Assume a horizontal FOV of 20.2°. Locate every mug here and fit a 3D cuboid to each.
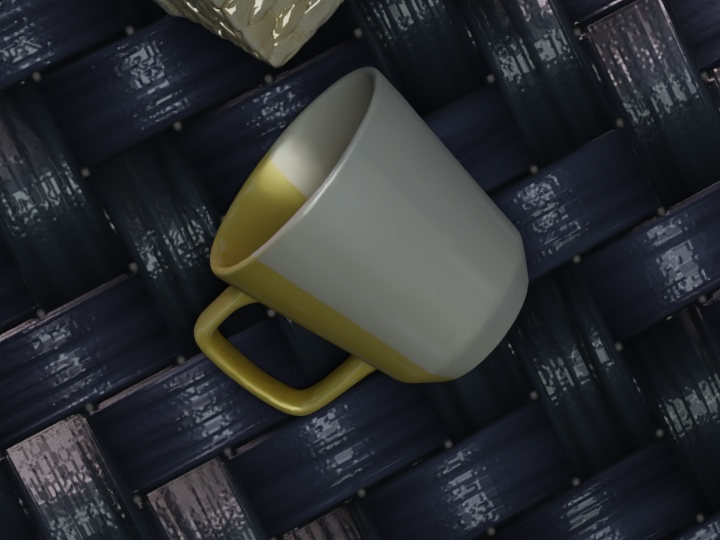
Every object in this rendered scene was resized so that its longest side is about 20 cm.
[{"bbox_3d":[0.006,-0.008,1.191,0.153,0.186,0.150,38,55,-18],"label":"mug"}]

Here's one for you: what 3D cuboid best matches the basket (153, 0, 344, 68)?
[{"bbox_3d":[-0.073,-0.251,1.100,0.200,0.161,0.198,-47,126,-2],"label":"basket"}]
